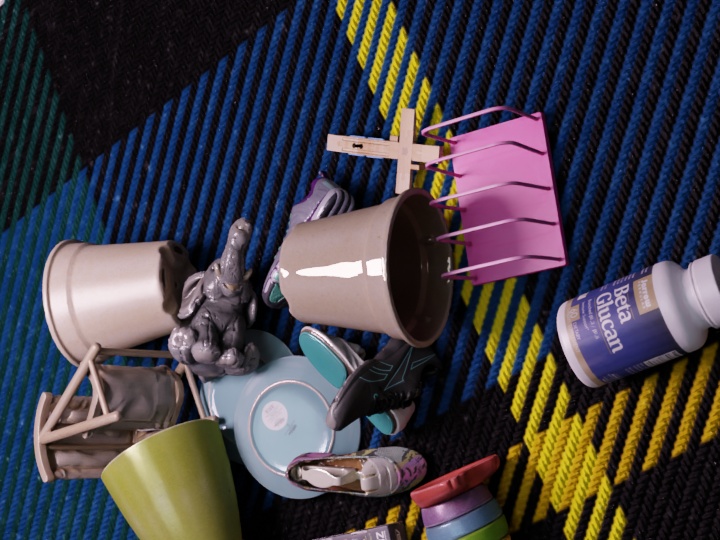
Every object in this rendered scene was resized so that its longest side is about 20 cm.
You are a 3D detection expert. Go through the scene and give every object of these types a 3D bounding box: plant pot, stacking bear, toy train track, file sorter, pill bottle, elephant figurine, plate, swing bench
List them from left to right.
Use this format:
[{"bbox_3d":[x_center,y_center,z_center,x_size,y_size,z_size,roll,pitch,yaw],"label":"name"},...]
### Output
[{"bbox_3d":[-0.357,0.215,1.830,0.199,0.197,0.131,-39,61,30],"label":"swing bench"},{"bbox_3d":[-0.350,0.037,1.869,0.181,0.200,0.204,-10,82,19],"label":"plant pot"},{"bbox_3d":[-0.248,0.348,1.765,0.186,0.186,0.202,-37,69,25],"label":"plant pot"},{"bbox_3d":[-0.198,0.046,1.783,0.153,0.141,0.203,-6,68,32],"label":"elephant figurine"},{"bbox_3d":[-0.168,0.189,1.828,0.198,0.025,0.204,-3,85,32],"label":"plate"},{"bbox_3d":[-0.095,0.225,1.753,0.197,0.026,0.204,0,90,21],"label":"plate"},{"bbox_3d":[0.000,0.000,1.615,0.181,0.200,0.204,-3,86,28],"label":"plant pot"},{"bbox_3d":[0.038,-0.170,1.716,0.198,0.032,0.117,11,100,38],"label":"toy train track"},{"bbox_3d":[0.151,0.358,1.575,0.113,0.121,0.202,-29,81,42],"label":"stacking bear"},{"bbox_3d":[0.166,-0.095,1.574,0.137,0.125,0.203,-13,81,31],"label":"file sorter"},{"bbox_3d":[0.344,0.056,1.464,0.198,0.111,0.113,-26,75,28],"label":"pill bottle"}]

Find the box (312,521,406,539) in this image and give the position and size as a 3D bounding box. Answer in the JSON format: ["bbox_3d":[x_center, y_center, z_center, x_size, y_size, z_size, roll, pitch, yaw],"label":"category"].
[{"bbox_3d":[0.004,0.461,1.693,0.160,0.049,0.203,-20,77,32],"label":"box"}]

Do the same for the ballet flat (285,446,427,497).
[{"bbox_3d":[-0.010,0.278,1.669,0.197,0.071,0.070,-3,95,15],"label":"ballet flat"}]

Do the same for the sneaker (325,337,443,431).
[{"bbox_3d":[0.033,0.151,1.619,0.079,0.200,0.076,40,144,12],"label":"sneaker"}]

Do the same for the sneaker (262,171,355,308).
[{"bbox_3d":[-0.082,-0.042,1.765,0.201,0.074,0.088,-54,41,14],"label":"sneaker"}]

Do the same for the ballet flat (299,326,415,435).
[{"bbox_3d":[-0.002,0.145,1.703,0.200,0.069,0.070,43,109,20],"label":"ballet flat"}]
